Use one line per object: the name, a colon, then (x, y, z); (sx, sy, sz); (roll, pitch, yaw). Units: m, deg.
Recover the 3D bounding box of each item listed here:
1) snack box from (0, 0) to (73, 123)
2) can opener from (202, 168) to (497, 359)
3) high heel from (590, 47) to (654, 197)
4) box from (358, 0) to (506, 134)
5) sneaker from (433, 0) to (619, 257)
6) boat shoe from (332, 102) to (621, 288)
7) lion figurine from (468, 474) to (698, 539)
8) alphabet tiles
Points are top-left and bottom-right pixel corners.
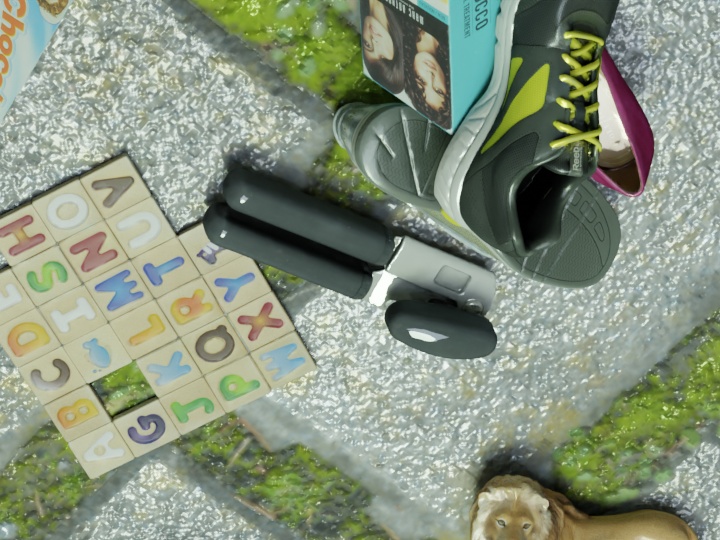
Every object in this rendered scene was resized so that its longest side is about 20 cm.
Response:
snack box: (-0.238, -0.126, 1.570); (0.037, 0.201, 0.116); (-5, 136, 38)
can opener: (0.000, 0.000, 1.755); (0.199, 0.067, 0.053); (21, 115, -25)
high heel: (0.108, -0.129, 1.678); (0.067, 0.096, 0.200); (-29, 121, 9)
box: (0.039, -0.181, 1.614); (0.049, 0.082, 0.201); (-33, 141, -27)
sneaker: (0.115, -0.097, 1.619); (0.074, 0.085, 0.201); (2, 120, -37)
boat shoe: (0.074, -0.051, 1.747); (0.201, 0.065, 0.075); (23, 96, -27)
lion figurine: (0.160, 0.191, 1.906); (0.199, 0.072, 0.123); (-2, 109, -25)
alphabet tiles: (-0.143, 0.025, 1.782); (0.167, 0.008, 0.200); (-26, 122, 7)
